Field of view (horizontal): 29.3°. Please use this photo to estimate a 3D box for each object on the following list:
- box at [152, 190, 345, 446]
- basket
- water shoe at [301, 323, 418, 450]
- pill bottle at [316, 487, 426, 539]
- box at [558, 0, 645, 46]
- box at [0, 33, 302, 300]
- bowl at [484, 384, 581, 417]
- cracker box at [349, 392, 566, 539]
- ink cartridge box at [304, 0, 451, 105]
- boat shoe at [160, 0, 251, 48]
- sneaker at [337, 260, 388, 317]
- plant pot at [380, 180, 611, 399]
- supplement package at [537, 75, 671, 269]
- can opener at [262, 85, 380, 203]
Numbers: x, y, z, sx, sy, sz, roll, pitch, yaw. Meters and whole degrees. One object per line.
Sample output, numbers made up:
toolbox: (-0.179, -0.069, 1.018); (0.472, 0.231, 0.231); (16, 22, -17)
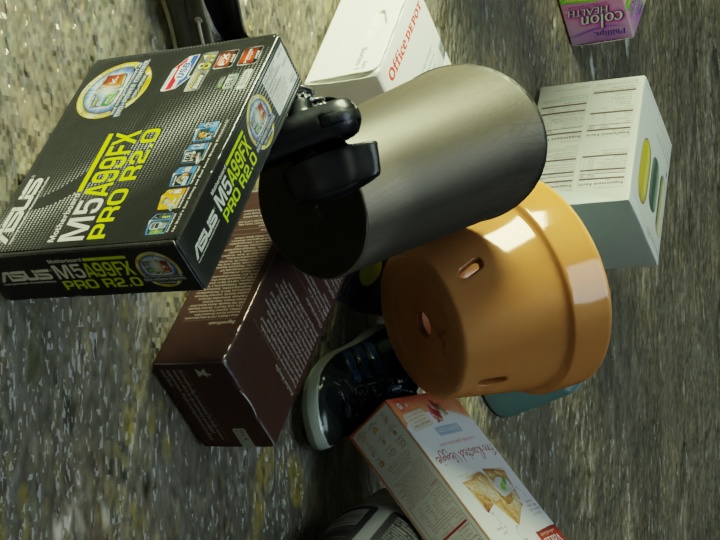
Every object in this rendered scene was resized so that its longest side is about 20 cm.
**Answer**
box: (-0.084, 0.035, 1.118); (0.101, 0.074, 0.201); (64, 33, -36)
basket: (0.023, -0.077, 1.108); (0.199, 0.179, 0.137); (-26, 103, -45)
water shoe: (0.013, 0.100, 1.286); (0.200, 0.078, 0.072); (-45, 126, -55)
pill bottle: (0.003, 0.275, 1.205); (0.200, 0.115, 0.118); (-36, 118, -59)
box: (0.339, -0.458, 1.971); (0.201, 0.096, 0.177); (65, 34, -34)
box: (-0.143, -0.071, 0.920); (0.044, 0.159, 0.201); (62, 37, -40)
bowl: (0.218, 0.076, 1.661); (0.200, 0.104, 0.203); (10, 78, -61)
cracker box: (0.095, 0.205, 1.248); (0.201, 0.058, 0.134); (53, 22, 18)
ink cartridge box: (0.035, -0.162, 1.357); (0.201, 0.084, 0.147); (61, 36, -39)
boat shoe: (-0.117, -0.196, 1.096); (0.067, 0.056, 0.201); (-58, 136, -48)
sneaker: (0.000, 0.000, 1.300); (0.200, 0.078, 0.066); (26, 94, -56)
plant pot: (0.110, 0.028, 1.246); (0.139, 0.200, 0.202); (-18, 105, -27)
supplement package: (0.314, -0.125, 1.821); (0.152, 0.149, 0.202); (53, 42, -47)
can opener: (-0.083, -0.081, 0.996); (0.063, 0.198, 0.080); (12, 68, -66)
